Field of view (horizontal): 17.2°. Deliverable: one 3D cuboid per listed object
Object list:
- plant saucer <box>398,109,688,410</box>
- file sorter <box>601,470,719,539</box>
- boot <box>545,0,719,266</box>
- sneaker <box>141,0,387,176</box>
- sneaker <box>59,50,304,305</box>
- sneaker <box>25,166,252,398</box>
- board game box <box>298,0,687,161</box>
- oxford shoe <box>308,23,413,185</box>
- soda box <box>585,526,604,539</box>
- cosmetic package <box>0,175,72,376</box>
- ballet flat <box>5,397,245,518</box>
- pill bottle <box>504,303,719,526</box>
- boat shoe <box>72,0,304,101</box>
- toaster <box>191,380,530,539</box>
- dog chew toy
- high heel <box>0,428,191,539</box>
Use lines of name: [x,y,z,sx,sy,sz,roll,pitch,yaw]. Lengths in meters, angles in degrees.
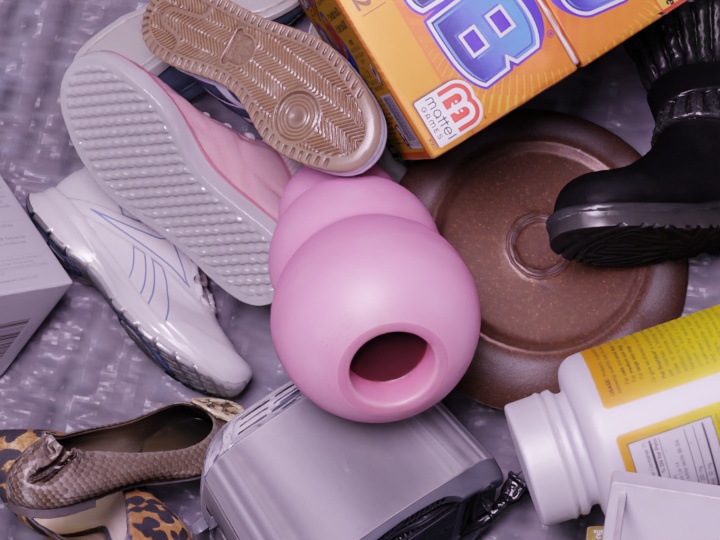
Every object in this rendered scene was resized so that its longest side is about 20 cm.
plant saucer: [0.111,-0.011,1.502,0.199,0.037,0.202,1,75,-2]
file sorter: [0.193,0.238,1.335,0.138,0.125,0.201,8,121,6]
boot: [0.189,-0.089,1.475,0.210,0.079,0.159,-5,73,-32]
sneaker: [-0.039,-0.110,1.486,0.200,0.108,0.070,35,93,33]
sneaker: [-0.104,-0.069,1.546,0.200,0.105,0.075,45,119,-1]
sneaker: [-0.134,0.000,1.563,0.087,0.075,0.200,-39,73,-11]
board game box: [0.063,-0.202,1.434,0.199,0.200,0.200,-32,95,-3]
oxford shoe: [0.000,-0.089,1.562,0.075,0.058,0.201,-8,73,12]
soda box: [0.233,0.196,1.417,0.199,0.064,0.068,-3,35,12]
cosmetic package: [-0.292,-0.029,1.577,0.200,0.081,0.113,51,123,19]
ballet flat: [-0.139,0.107,1.479,0.067,0.199,0.047,17,112,41]
pill bottle: [0.192,0.086,1.435,0.199,0.109,0.110,-18,72,0]
boat shoe: [-0.100,-0.156,1.595,0.200,0.062,0.075,-37,58,-19]
toaster: [-0.005,0.133,1.464,0.200,0.114,0.129,-32,67,-20]
dog chew toy: [0.000,0.000,1.433,0.124,0.125,0.200,-25,36,5]
high heel: [-0.183,0.140,1.495,0.199,0.143,0.072,27,85,18]
